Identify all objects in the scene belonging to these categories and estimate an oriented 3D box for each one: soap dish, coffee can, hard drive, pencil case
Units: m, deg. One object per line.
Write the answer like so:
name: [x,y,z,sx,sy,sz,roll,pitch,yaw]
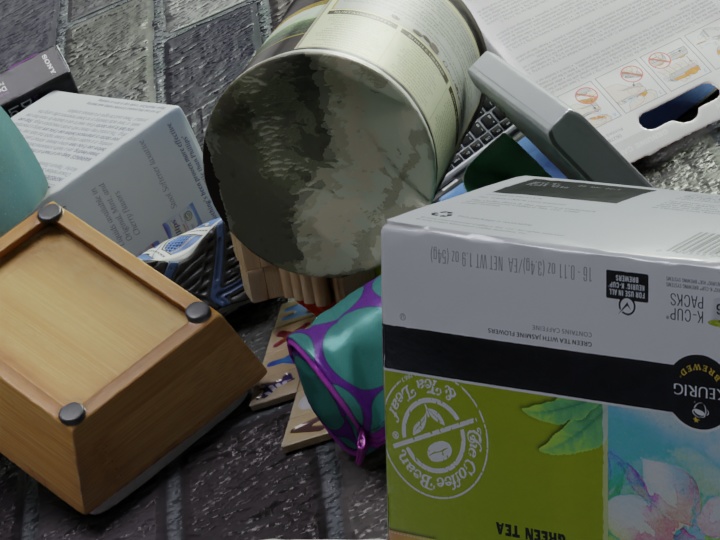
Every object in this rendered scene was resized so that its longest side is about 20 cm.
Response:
soap dish: [-0.184,0.050,1.760,0.200,0.081,0.157,32,57,33]
coffee can: [-0.006,-0.100,1.752,0.146,0.147,0.200,-17,17,18]
hard drive: [0.138,-0.066,1.682,0.026,0.132,0.200,-45,18,3]
pencil case: [0.057,0.030,1.632,0.200,0.085,0.092,-30,62,-15]

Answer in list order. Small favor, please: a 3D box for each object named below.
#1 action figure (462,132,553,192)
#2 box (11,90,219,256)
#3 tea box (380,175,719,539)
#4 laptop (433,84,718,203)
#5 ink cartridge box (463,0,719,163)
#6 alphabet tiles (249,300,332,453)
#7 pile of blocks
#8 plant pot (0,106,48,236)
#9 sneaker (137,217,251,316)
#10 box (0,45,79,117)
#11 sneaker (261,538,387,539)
action figure: [0.118,0.003,1.557,0.055,0.200,0.118,31,98,36]
box: [-0.232,-0.035,2.040,0.200,0.105,0.184,-37,26,-26]
tea box: [0.127,0.069,1.280,0.200,0.197,0.133,6,16,34]
laptop: [0.109,-0.136,1.908,0.187,0.200,0.116,-36,-8,-25]
ink cartridge box: [0.171,-0.150,1.885,0.161,0.050,0.200,-26,59,-17]
alphabet tiles: [0.010,0.047,1.751,0.167,0.008,0.200,-17,24,17]
pile of blocks: [0.000,0.000,1.787,0.200,0.062,0.082,8,27,41]
plant pot: [-0.333,-0.084,1.918,0.200,0.135,0.200,-17,21,7]
sneaker: [-0.120,0.015,1.889,0.200,0.076,0.077,-24,1,3]
box: [-0.305,-0.085,2.184,0.200,0.143,0.036,-30,61,-7]
sneaker: [0.014,0.170,1.423,0.200,0.075,0.081,6,30,37]
